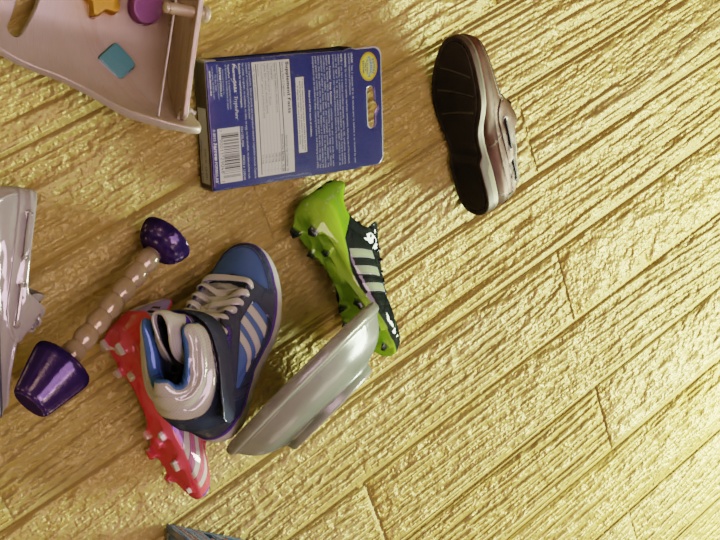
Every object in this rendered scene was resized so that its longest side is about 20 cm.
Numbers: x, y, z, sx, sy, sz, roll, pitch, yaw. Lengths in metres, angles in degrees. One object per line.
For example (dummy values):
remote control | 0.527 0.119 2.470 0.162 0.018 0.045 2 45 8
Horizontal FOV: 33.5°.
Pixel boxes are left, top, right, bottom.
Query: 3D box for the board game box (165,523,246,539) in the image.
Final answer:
board game box | -0.139 0.349 1.202 0.199 0.061 0.201 39 77 -34

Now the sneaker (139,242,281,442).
sneaker | -0.135 0.044 1.068 0.147 0.080 0.202 57 41 -60

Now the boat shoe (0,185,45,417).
boat shoe | -0.298 0.029 1.007 0.065 0.073 0.203 -2 103 -31

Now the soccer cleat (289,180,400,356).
soccer cleat | 0.000 0.000 1.226 0.081 0.067 0.201 -48 124 -33

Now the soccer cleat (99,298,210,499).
soccer cleat | -0.175 0.124 1.127 0.076 0.066 0.202 -35 116 -30

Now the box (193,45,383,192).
box | -0.066 -0.151 1.161 0.198 0.032 0.123 -11 107 -32

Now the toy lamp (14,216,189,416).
toy lamp | -0.227 0.041 1.049 0.201 0.058 0.058 -54 126 -31

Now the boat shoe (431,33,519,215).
boat shoe | 0.128 -0.163 1.283 0.068 0.072 0.202 -30 126 -32

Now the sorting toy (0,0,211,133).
sorting toy | -0.216 -0.231 1.000 0.178 0.107 0.203 6 97 -29

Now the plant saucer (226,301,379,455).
plant saucer | -0.042 0.116 1.141 0.050 0.200 0.200 44 70 3
